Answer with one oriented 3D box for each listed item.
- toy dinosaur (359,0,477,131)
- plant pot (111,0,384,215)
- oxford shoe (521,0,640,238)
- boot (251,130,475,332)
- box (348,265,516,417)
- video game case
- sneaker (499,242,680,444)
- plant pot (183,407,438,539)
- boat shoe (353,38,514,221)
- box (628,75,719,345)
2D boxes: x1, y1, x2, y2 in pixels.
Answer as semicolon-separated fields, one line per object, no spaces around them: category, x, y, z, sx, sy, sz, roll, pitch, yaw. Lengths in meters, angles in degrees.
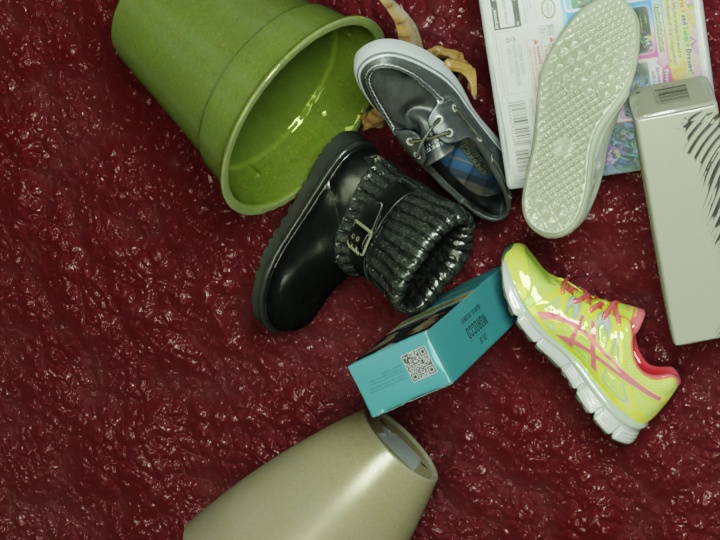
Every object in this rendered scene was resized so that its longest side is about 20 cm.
toy dinosaur;0.043;-0.171;1.582;0.105;0.061;0.201;-6;148;-13
plant pot;-0.111;-0.185;1.630;0.190;0.199;0.201;40;117;22
oxford shoe;0.178;-0.123;1.525;0.075;0.058;0.202;15;90;16
boot;-0.001;0.000;1.654;0.158;0.079;0.212;41;118;29
box;0.068;0.058;1.597;0.082;0.200;0.049;-25;95;27
video game case;0.196;-0.178;1.548;0.180;0.024;0.202;-8;102;8
sneaker;0.199;0.047;1.615;0.090;0.078;0.200;-39;93;19
plant pot;-0.027;0.229;1.717;0.187;0.187;0.200;45;103;6
boat shoe;0.065;-0.111;1.570;0.070;0.067;0.200;-27;129;21
box;0.268;-0.048;1.524;0.068;0.082;0.202;-11;113;8
